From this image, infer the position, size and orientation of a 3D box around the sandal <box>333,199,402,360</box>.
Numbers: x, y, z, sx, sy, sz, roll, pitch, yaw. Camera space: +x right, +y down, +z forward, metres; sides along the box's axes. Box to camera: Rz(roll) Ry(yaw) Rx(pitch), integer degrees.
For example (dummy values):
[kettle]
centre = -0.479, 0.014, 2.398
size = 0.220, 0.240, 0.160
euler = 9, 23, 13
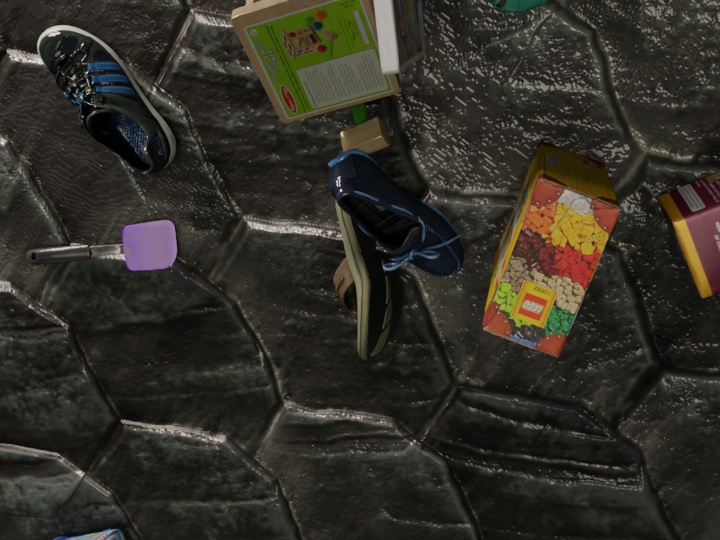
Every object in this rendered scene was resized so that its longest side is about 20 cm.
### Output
[sandal]
centre = 0.000, -0.001, 0.989
size = 0.057, 0.079, 0.204
euler = -1, 104, 35

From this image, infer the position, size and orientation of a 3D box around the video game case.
[video game case]
centre = 0.035, -0.265, 0.821
size = 0.018, 0.200, 0.145
euler = -4, 107, 12

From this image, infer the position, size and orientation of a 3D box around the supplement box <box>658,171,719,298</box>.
[supplement box]
centre = 0.406, -0.061, 0.859
size = 0.198, 0.110, 0.087
euler = -22, 103, 17

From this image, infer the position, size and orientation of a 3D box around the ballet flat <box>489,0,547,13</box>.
[ballet flat]
centre = 0.170, -0.352, 0.848
size = 0.069, 0.067, 0.203
euler = 0, 109, -14

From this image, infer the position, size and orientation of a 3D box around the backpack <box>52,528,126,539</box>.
[backpack]
centre = -0.405, 0.436, 1.154
size = 0.198, 0.182, 0.136
euler = -15, 96, 27

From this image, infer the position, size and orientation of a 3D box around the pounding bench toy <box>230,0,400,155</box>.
[pounding bench toy]
centre = -0.026, -0.231, 0.883
size = 0.122, 0.157, 0.201
euler = -12, 137, 14

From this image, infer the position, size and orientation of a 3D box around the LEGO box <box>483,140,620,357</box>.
[LEGO box]
centre = 0.184, -0.029, 0.866
size = 0.076, 0.200, 0.151
euler = 20, 111, 5

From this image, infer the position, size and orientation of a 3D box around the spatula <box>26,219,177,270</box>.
[spatula]
centre = -0.315, -0.023, 1.064
size = 0.197, 0.021, 0.057
euler = -5, 94, 15

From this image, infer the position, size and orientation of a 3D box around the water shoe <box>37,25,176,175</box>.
[water shoe]
centre = -0.285, -0.191, 0.974
size = 0.200, 0.079, 0.071
euler = 45, 110, -5

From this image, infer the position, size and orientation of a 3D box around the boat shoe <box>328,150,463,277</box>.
[boat shoe]
centre = 0.033, -0.040, 0.927
size = 0.199, 0.069, 0.084
euler = 32, 130, -30
